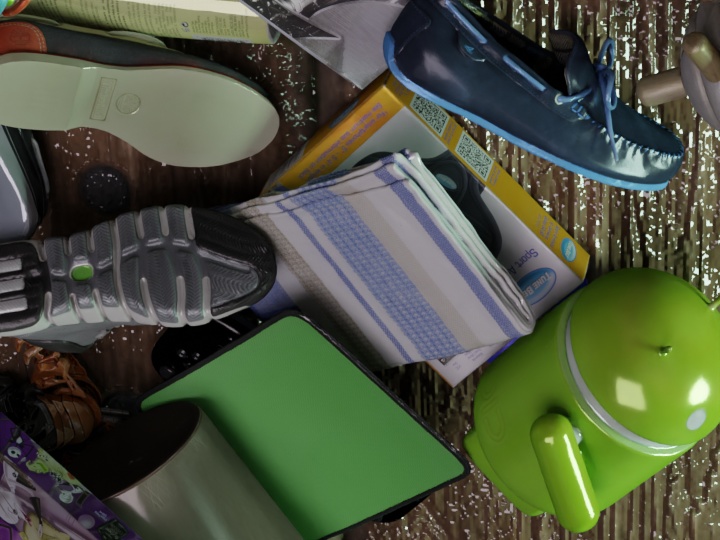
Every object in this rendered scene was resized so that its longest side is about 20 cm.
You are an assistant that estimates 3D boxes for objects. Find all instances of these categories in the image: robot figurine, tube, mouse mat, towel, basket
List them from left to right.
[{"bbox_3d":[-0.146,-0.168,1.554,0.198,0.052,0.058,3,122,11],"label":"tube"},{"bbox_3d":[-0.103,0.198,1.666,0.135,0.181,0.201,-17,114,33],"label":"basket"},{"bbox_3d":[-0.040,0.106,1.647,0.161,0.008,0.200,43,141,-15],"label":"mouse mat"},{"bbox_3d":[0.000,0.000,1.572,0.199,0.024,0.147,-15,122,45],"label":"towel"},{"bbox_3d":[0.146,0.074,1.554,0.116,0.175,0.200,48,136,1],"label":"robot figurine"}]

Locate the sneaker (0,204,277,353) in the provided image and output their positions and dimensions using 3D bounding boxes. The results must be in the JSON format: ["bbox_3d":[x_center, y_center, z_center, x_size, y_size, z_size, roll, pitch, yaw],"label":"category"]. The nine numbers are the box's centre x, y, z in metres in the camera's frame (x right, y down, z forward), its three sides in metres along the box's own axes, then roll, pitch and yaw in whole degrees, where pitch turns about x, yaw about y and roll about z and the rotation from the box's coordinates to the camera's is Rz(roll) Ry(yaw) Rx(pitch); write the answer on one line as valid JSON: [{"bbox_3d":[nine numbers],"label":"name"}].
[{"bbox_3d":[-0.146,0.010,1.614,0.198,0.116,0.076,-4,77,5],"label":"sneaker"}]

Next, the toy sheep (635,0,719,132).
[{"bbox_3d":[0.245,-0.128,1.440,0.199,0.138,0.139,-9,116,29],"label":"toy sheep"}]

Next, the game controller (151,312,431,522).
[{"bbox_3d":[-0.042,0.092,1.662,0.199,0.042,0.104,35,154,-7],"label":"game controller"}]

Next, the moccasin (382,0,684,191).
[{"bbox_3d":[0.111,-0.106,1.488,0.199,0.081,0.068,20,112,-26],"label":"moccasin"}]

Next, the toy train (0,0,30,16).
[{"bbox_3d":[-0.247,-0.127,1.492,0.055,0.151,0.199,16,159,-37],"label":"toy train"}]

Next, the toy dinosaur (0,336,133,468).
[{"bbox_3d":[-0.215,0.100,1.710,0.135,0.102,0.202,-12,97,3],"label":"toy dinosaur"}]

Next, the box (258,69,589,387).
[{"bbox_3d":[0.048,-0.019,1.597,0.200,0.042,0.119,44,118,-9],"label":"box"}]

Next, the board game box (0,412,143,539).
[{"bbox_3d":[-0.175,0.193,1.604,0.200,0.032,0.120,39,139,17],"label":"board game box"}]

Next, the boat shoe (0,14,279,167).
[{"bbox_3d":[-0.144,-0.113,1.558,0.199,0.063,0.071,8,124,-24],"label":"boat shoe"}]

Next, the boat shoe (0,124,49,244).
[{"bbox_3d":[-0.243,-0.112,1.598,0.073,0.068,0.200,-19,106,22],"label":"boat shoe"}]

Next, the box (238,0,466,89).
[{"bbox_3d":[0.014,-0.214,1.454,0.200,0.049,0.158,-38,127,23],"label":"box"}]
